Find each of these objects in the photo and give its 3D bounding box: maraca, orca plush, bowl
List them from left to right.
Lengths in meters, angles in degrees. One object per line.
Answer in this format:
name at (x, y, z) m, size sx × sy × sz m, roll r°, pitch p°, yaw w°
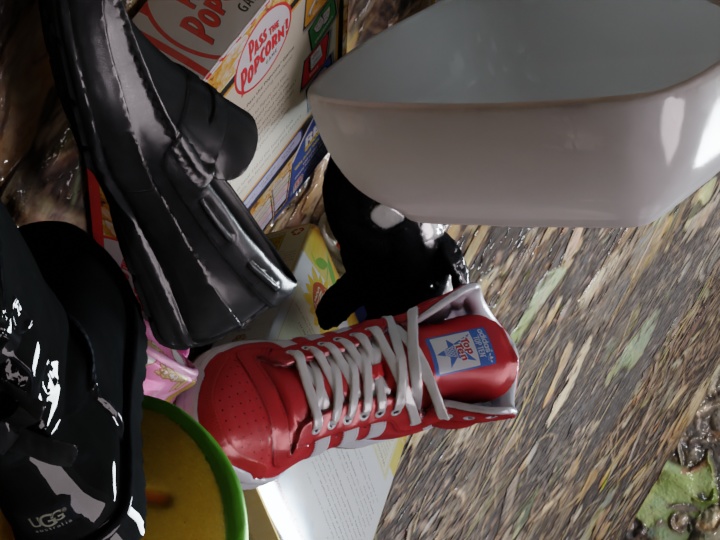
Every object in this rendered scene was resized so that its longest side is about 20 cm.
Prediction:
maraca at (-0.123, 0.144, 1.242) m, size 0.200 × 0.137 × 0.107 m, roll -54°, pitch 146°, yaw 9°
orca plush at (0.000, 0.000, 1.512) m, size 0.071 × 0.105 × 0.200 m, roll -33°, pitch 164°, yaw -11°
bowl at (0.096, -0.075, 1.386) m, size 0.200 × 0.199 × 0.075 m, roll -35°, pitch 121°, yaw -55°

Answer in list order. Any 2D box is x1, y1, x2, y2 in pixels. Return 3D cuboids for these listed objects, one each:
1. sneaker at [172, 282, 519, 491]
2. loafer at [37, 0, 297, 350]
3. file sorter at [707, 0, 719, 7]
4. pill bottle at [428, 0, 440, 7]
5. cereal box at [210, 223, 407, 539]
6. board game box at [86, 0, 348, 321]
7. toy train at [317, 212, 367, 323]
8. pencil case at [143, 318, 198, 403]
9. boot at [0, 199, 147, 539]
sneaker at (0.002, 0.053, 1.421) m, size 0.112 × 0.072 × 0.200 m, roll -18°, pitch 176°, yaw 31°
loafer at (-0.077, -0.054, 1.202) m, size 0.070 × 0.068 × 0.201 m, roll -21°, pitch 131°, yaw -2°
file sorter at (0.132, -0.240, 1.398) m, size 0.139 × 0.199 × 0.125 m, roll -44°, pitch 155°, yaw -46°
pill bottle at (0.089, -0.164, 1.568) m, size 0.109 × 0.109 × 0.200 m, roll -54°, pitch 165°, yaw -20°
cereal box at (-0.034, 0.087, 1.533) m, size 0.200 × 0.039 × 0.144 m, roll -67°, pitch 140°, yaw -57°
board game box at (-0.062, -0.073, 1.360) m, size 0.152 × 0.046 × 0.200 m, roll -53°, pitch 165°, yaw -26°
toy train at (0.006, -0.010, 1.666) m, size 0.116 × 0.084 × 0.201 m, roll -60°, pitch 170°, yaw -45°
pencil case at (-0.150, 0.103, 1.343) m, size 0.201 × 0.083 × 0.087 m, roll -61°, pitch 173°, yaw 4°
boot at (-0.142, 0.010, 1.160) m, size 0.073 × 0.199 × 0.163 m, roll -20°, pitch 133°, yaw 7°
